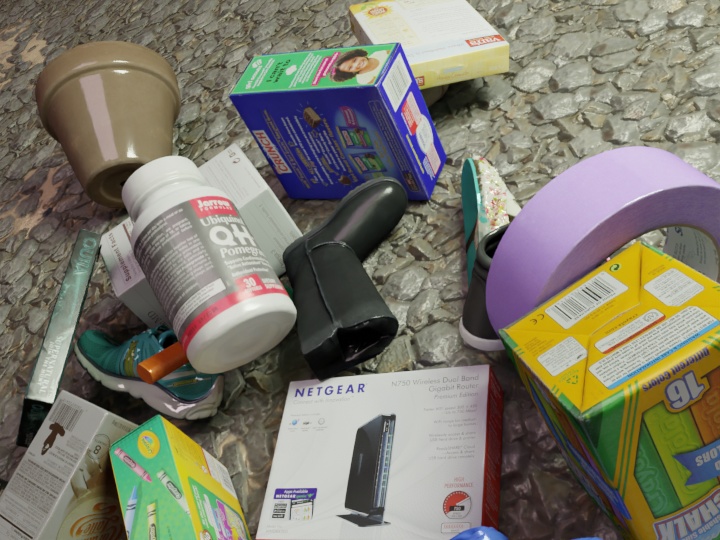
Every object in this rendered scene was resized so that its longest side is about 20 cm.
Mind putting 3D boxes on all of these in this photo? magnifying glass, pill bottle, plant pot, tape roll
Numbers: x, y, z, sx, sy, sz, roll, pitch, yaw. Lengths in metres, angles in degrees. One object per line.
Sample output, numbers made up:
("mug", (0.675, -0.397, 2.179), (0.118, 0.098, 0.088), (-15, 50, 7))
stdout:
("magnifying glass", (-0.143, 0.062, 0.819), (0.080, 0.022, 0.200), (27, 36, 30))
("pill bottle", (-0.154, -0.010, 0.767), (0.111, 0.111, 0.200), (-33, 69, 0))
("plant pot", (-0.341, -0.187, 1.105), (0.200, 0.200, 0.175), (-23, 64, 10))
("tape roll", (0.200, 0.008, 0.612), (0.200, 0.200, 0.066), (-33, 40, 0))

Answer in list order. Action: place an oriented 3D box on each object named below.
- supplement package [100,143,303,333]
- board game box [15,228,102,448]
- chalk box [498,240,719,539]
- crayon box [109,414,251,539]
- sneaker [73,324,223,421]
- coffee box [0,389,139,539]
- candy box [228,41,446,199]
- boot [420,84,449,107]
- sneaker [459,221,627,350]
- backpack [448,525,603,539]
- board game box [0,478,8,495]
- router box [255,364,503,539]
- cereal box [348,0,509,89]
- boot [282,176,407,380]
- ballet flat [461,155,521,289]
("supplement package", (-0.180, -0.027, 0.913), (0.200, 0.117, 0.117), (-36, 45, -2))
("board game box", (-0.319, 0.073, 0.841), (0.135, 0.028, 0.200), (128, 153, -51))
("chalk box", (0.204, 0.107, 0.533), (0.125, 0.200, 0.124), (-33, 25, 0))
("crayon box", (-0.140, 0.234, 0.673), (0.058, 0.119, 0.200), (-33, 45, 0))
("sneaker", (-0.223, 0.096, 0.853), (0.200, 0.077, 0.080), (15, 93, 27))
("coffee box", (-0.268, 0.229, 0.733), (0.080, 0.114, 0.200), (13, 70, 37))
("candy box", (-0.024, -0.163, 0.904), (0.200, 0.169, 0.077), (4, 52, 31))
("boot", (0.021, -0.231, 1.016), (0.200, 0.070, 0.146), (8, 52, 32))
("sneaker", (0.178, -0.004, 0.676), (0.200, 0.099, 0.071), (-17, 41, -18))
("backpack", (0.098, 0.246, 0.490), (0.200, 0.163, 0.168), (-28, 59, 0))
("board game box", (-0.387, 0.276, 0.830), (0.200, 0.023, 0.105), (5, 58, 39))
("router box", (0.018, 0.178, 0.682), (0.200, 0.049, 0.180), (-9, 50, 23))
("cereal box", (0.078, -0.286, 0.970), (0.144, 0.040, 0.200), (-13, 41, -7))
("boot", (-0.001, 0.001, 0.796), (0.165, 0.066, 0.200), (-40, 27, 10))
("ballet flat", (0.137, -0.030, 0.790), (0.064, 0.076, 0.200), (6, 55, -6))
